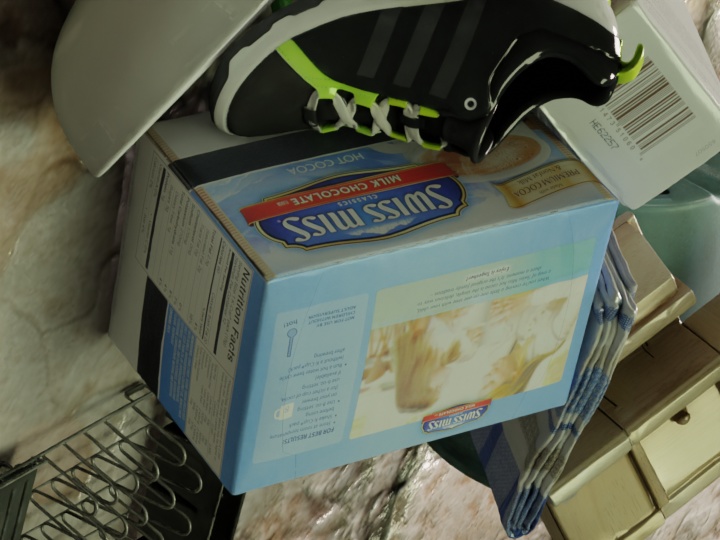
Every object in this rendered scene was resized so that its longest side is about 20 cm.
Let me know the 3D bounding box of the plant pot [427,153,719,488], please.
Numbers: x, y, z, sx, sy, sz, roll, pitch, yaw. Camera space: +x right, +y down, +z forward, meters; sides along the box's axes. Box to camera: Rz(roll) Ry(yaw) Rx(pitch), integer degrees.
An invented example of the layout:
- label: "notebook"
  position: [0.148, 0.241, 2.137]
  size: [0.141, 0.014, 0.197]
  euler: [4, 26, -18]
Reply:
- label: "plant pot"
  position: [0.135, 0.001, 1.591]
  size: [0.200, 0.200, 0.197]
  euler: [-34, 142, -46]

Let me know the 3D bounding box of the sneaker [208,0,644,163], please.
- label: "sneaker"
  position: [0.030, -0.087, 1.242]
  size: [0.199, 0.083, 0.072]
  euler: [-17, 156, 0]

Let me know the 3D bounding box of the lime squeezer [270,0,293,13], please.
- label: "lime squeezer"
  position: [-0.018, -0.112, 1.348]
  size: [0.071, 0.038, 0.200]
  euler: [-60, 156, -2]

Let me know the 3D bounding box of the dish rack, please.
- label: "dish rack"
  position: [-0.136, 0.140, 1.372]
  size: [0.200, 0.054, 0.154]
  euler: [-27, 139, -52]

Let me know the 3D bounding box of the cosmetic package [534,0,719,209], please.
- label: "cosmetic package"
  position: [0.119, -0.132, 1.382]
  size: [0.074, 0.200, 0.102]
  euler: [-34, 120, 14]

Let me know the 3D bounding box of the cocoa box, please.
- label: "cocoa box"
  position: [0.000, 0.000, 1.311]
  size: [0.199, 0.131, 0.134]
  euler: [-13, 132, -29]

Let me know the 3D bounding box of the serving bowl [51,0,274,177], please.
- label: "serving bowl"
  position: [-0.063, -0.132, 1.142]
  size: [0.200, 0.066, 0.200]
  euler: [-45, -176, 4]

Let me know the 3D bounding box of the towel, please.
- label: "towel"
  position: [0.088, 0.028, 1.423]
  size: [0.024, 0.147, 0.201]
  euler: [-3, 140, -20]

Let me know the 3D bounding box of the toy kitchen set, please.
- label: "toy kitchen set"
  position: [0.196, 0.075, 1.440]
  size: [0.200, 0.180, 0.164]
  euler: [-36, 128, -9]
